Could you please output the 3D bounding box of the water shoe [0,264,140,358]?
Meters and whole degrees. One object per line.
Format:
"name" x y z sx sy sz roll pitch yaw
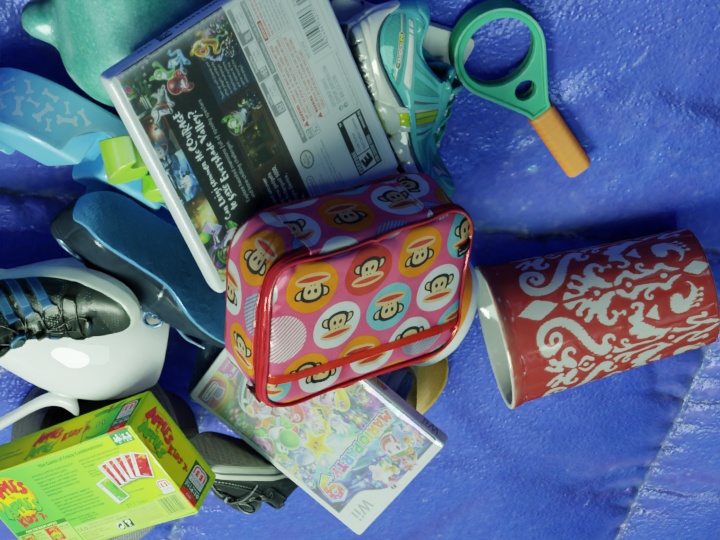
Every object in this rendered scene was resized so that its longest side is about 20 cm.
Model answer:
"water shoe" -0.276 0.042 1.279 0.198 0.079 0.072 5 141 5

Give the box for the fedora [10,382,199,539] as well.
"fedora" -0.225 0.168 1.496 0.199 0.178 0.090 -26 166 31

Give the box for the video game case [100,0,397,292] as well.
"video game case" -0.078 -0.111 1.209 0.181 0.023 0.201 -36 125 -16

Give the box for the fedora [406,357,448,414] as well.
"fedora" -0.008 0.128 1.522 0.198 0.082 0.202 -4 131 -5

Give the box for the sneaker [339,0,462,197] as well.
"sneaker" 0.048 -0.132 1.296 0.079 0.078 0.201 -25 133 -3

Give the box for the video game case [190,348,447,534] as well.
"video game case" -0.039 0.127 1.402 0.200 0.018 0.143 39 125 0

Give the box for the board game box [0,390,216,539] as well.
"board game box" -0.234 0.181 1.390 0.199 0.048 0.102 -21 116 32

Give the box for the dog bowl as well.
"dog bowl" -0.220 -0.099 1.276 0.199 0.111 0.050 28 77 -30

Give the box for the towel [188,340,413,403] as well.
"towel" -0.057 0.100 1.442 0.199 0.049 0.113 23 113 13

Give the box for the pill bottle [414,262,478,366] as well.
"pill bottle" 0.000 0.000 1.385 0.199 0.110 0.110 27 122 -35

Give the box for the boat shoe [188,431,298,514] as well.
"boat shoe" -0.109 0.191 1.476 0.063 0.074 0.200 -61 158 2

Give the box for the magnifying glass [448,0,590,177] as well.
"magnifying glass" 0.141 -0.148 1.343 0.079 0.022 0.200 -36 132 7

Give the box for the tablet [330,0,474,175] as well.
"tablet" -0.001 -0.132 1.342 0.129 0.014 0.201 14 127 -20

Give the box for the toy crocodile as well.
"toy crocodile" -0.110 -0.088 1.247 0.198 0.068 0.062 3 167 -28

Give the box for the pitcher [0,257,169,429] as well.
"pitcher" -0.272 0.070 1.380 0.198 0.121 0.173 9 89 -14

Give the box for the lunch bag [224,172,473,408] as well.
"lunch bag" -0.012 0.024 1.264 0.199 0.082 0.177 -17 133 -28

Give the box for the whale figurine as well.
"whale figurine" -0.182 -0.205 1.185 0.158 0.104 0.201 -20 131 8

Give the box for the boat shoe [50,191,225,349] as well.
"boat shoe" -0.169 -0.003 1.323 0.068 0.085 0.200 -13 134 40

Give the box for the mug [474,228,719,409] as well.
"mug" 0.213 0.034 1.477 0.198 0.178 0.135 -14 96 -3
